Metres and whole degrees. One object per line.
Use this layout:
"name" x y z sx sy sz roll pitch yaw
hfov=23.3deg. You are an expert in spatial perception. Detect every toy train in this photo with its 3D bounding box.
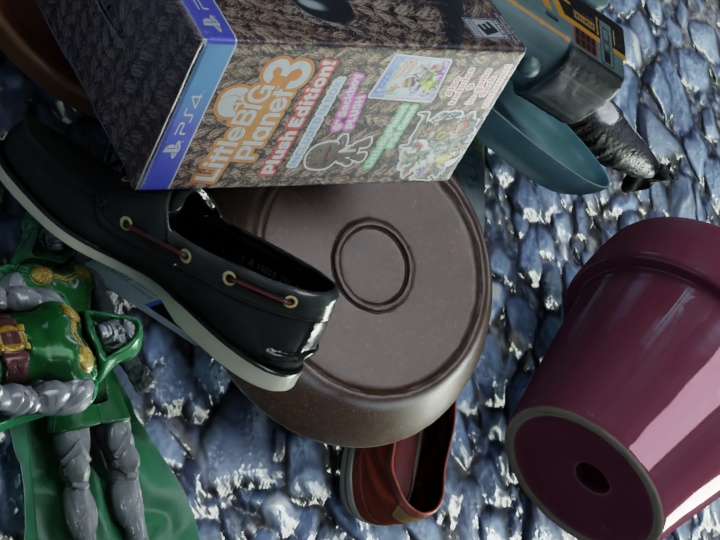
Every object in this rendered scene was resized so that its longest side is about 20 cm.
"toy train" 0.104 -0.185 1.195 0.200 0.085 0.114 29 45 -33

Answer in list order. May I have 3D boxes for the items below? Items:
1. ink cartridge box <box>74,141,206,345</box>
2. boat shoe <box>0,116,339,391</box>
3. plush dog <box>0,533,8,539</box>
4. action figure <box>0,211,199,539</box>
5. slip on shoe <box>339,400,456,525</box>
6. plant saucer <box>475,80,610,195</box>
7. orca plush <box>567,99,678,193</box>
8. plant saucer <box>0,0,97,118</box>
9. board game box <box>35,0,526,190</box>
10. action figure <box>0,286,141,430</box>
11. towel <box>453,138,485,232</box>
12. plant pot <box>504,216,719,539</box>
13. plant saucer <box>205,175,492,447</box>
"ink cartridge box" -0.097 -0.066 1.013 0.099 0.039 0.200 35 50 -37
"boat shoe" -0.099 -0.022 0.882 0.201 0.063 0.074 35 20 14
"plush dog" -0.142 0.216 0.739 0.160 0.172 0.200 -42 110 -49
"action figure" -0.145 0.063 0.896 0.118 0.055 0.200 -7 78 -49
"slip on shoe" 0.034 0.058 1.061 0.074 0.061 0.201 11 86 -43
"plant saucer" 0.089 -0.117 1.198 0.200 0.027 0.200 39 15 -13
"orca plush" 0.152 -0.117 1.337 0.200 0.071 0.105 45 1 -37
"plant saucer" -0.134 -0.165 0.976 0.200 0.032 0.201 17 56 -27
"board game box" -0.046 -0.132 0.904 0.200 0.097 0.160 -4 49 -37
"action figure" -0.187 0.039 0.798 0.200 0.055 0.118 -5 65 -42
"towel" 0.020 -0.044 1.140 0.171 0.048 0.200 28 56 -41
"plant pot" 0.201 0.090 1.210 0.179 0.200 0.200 -42 110 -33
"plant saucer" 0.000 0.000 1.000 0.200 0.034 0.201 7 76 -29
